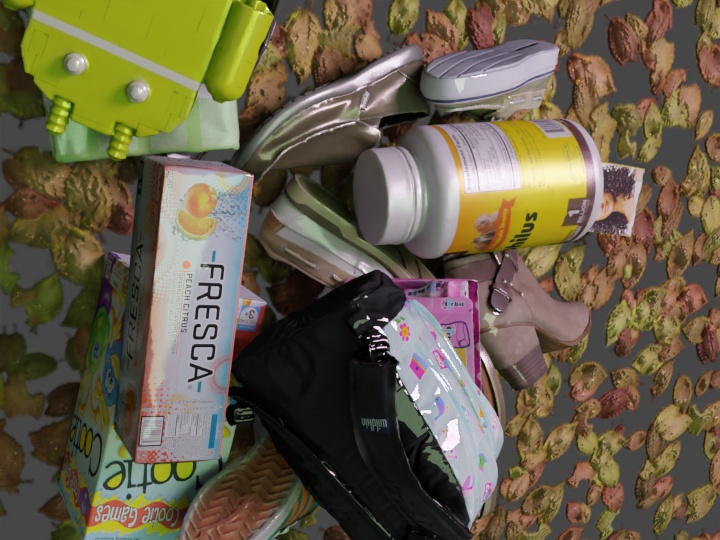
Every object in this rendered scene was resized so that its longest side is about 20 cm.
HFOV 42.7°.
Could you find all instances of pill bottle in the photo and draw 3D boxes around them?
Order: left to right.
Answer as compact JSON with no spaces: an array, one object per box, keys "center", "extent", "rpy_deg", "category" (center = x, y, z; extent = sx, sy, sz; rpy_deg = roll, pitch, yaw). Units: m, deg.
[{"center":[0.098,-0.069,0.781],"extent":[0.197,0.109,0.111],"rpy_deg":[-7,107,-21],"category":"pill bottle"}]

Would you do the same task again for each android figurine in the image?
[{"center":[-0.156,-0.177,0.629],"extent":[0.180,0.041,0.202],"rpy_deg":[24,104,-12],"category":"android figurine"}]

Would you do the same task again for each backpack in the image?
[{"center":[0.018,0.110,0.668],"extent":[0.201,0.166,0.127],"rpy_deg":[55,42,-9],"category":"backpack"}]

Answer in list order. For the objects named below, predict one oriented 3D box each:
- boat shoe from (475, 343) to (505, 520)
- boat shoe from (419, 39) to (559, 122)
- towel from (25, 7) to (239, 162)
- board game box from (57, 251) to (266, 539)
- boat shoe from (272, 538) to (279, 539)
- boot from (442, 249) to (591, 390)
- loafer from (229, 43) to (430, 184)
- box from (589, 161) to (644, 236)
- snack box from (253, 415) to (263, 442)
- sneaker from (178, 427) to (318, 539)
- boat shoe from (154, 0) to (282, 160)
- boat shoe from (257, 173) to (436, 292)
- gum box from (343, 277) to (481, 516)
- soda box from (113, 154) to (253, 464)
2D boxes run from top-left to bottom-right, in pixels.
[{"center":[0.088,0.157,0.853],"extent":[0.067,0.072,0.203],"rpy_deg":[-18,114,-30],"category":"boat shoe"},{"center":[0.121,-0.161,0.816],"extent":[0.199,0.071,0.063],"rpy_deg":[-25,125,-47],"category":"boat shoe"},{"center":[-0.165,-0.181,0.658],"extent":[0.147,0.031,0.203],"rpy_deg":[-4,107,-1],"category":"towel"},{"center":[-0.161,0.101,0.731],"extent":[0.102,0.105,0.203],"rpy_deg":[10,98,-31],"category":"board game box"},{"center":[-0.036,0.309,0.888],"extent":[0.201,0.065,0.075],"rpy_deg":[28,89,-33],"category":"boat shoe"},{"center":[0.157,0.020,0.914],"extent":[0.200,0.070,0.147],"rpy_deg":[-35,98,-55],"category":"boot"},{"center":[-0.016,-0.119,0.764],"extent":[0.199,0.075,0.070],"rpy_deg":[-32,96,-19],"category":"loafer"},{"center":[0.193,-0.080,0.921],"extent":[0.198,0.050,0.076],"rpy_deg":[2,102,-30],"category":"box"},{"center":[-0.003,0.119,0.859],"extent":[0.198,0.053,0.144],"rpy_deg":[-14,112,-28],"category":"snack box"},{"center":[-0.069,0.180,0.727],"extent":[0.200,0.071,0.081],"rpy_deg":[-48,143,-47],"category":"sneaker"},{"center":[-0.112,-0.166,0.708],"extent":[0.071,0.067,0.202],"rpy_deg":[23,94,-35],"category":"boat shoe"},{"center":[0.000,0.000,0.814],"extent":[0.199,0.075,0.069],"rpy_deg":[38,105,-15],"category":"boat shoe"},{"center":[0.043,0.100,0.768],"extent":[0.112,0.066,0.203],"rpy_deg":[0,113,12],"category":"gum box"},{"center":[-0.123,0.026,0.631],"extent":[0.063,0.068,0.203],"rpy_deg":[3,101,-29],"category":"soda box"}]
